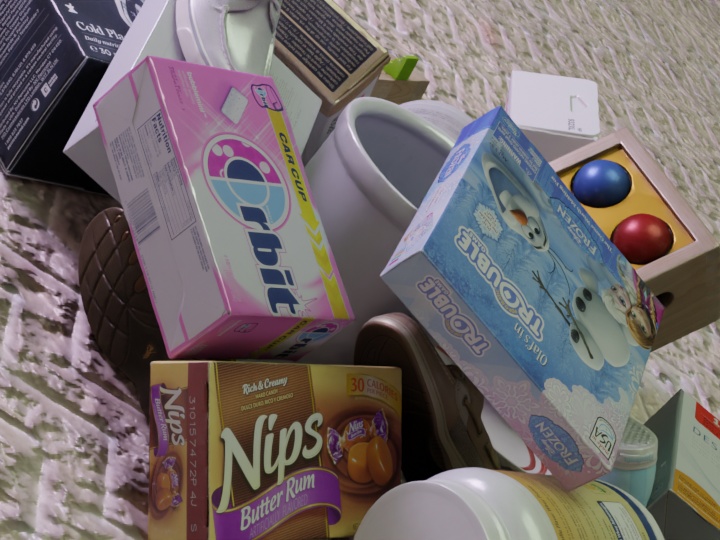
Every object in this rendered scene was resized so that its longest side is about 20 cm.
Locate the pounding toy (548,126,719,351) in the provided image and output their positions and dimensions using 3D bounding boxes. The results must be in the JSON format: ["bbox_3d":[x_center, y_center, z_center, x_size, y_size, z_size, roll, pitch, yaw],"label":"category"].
[{"bbox_3d":[0.182,-0.005,1.547,0.142,0.200,0.184,75,-13,-50],"label":"pounding toy"}]

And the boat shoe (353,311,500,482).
[{"bbox_3d":[0.054,0.098,1.350,0.072,0.065,0.200,13,-41,40],"label":"boat shoe"}]

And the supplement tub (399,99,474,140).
[{"bbox_3d":[0.043,-0.066,1.655,0.132,0.132,0.200,39,25,-3],"label":"supplement tub"}]

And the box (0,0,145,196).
[{"bbox_3d":[-0.211,-0.167,1.468,0.200,0.124,0.197,10,36,-49],"label":"box"}]

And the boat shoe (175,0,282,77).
[{"bbox_3d":[-0.086,-0.203,1.351,0.072,0.068,0.200,28,45,-37],"label":"boat shoe"}]

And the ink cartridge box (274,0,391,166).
[{"bbox_3d":[-0.072,-0.180,1.616,0.165,0.075,0.200,44,-21,6],"label":"ink cartridge box"}]

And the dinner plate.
[{"bbox_3d":[0.090,0.106,1.530,0.200,0.024,0.200,42,12,-11],"label":"dinner plate"}]

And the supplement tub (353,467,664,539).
[{"bbox_3d":[0.101,0.207,1.253,0.200,0.144,0.144,12,36,-48],"label":"supplement tub"}]

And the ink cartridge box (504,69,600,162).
[{"bbox_3d":[0.163,-0.067,1.737,0.084,0.200,0.145,9,27,1],"label":"ink cartridge box"}]

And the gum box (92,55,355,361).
[{"bbox_3d":[-0.092,-0.044,1.221,0.113,0.066,0.200,4,60,-47],"label":"gum box"}]

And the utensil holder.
[{"bbox_3d":[0.000,0.000,1.393,0.170,0.200,0.170,32,26,-17],"label":"utensil holder"}]

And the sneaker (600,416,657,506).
[{"bbox_3d":[0.193,0.153,1.595,0.074,0.082,0.200,0,16,-12],"label":"sneaker"}]

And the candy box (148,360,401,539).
[{"bbox_3d":[-0.052,0.118,1.218,0.200,0.056,0.117,7,82,-53],"label":"candy box"}]

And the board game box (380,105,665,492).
[{"bbox_3d":[0.119,0.015,1.278,0.200,0.043,0.199,49,37,-15],"label":"board game box"}]

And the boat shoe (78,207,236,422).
[{"bbox_3d":[-0.132,0.045,1.288,0.068,0.072,0.200,11,43,-57],"label":"boat shoe"}]

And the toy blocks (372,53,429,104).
[{"bbox_3d":[-0.027,-0.205,1.862,0.137,0.100,0.200,37,20,22],"label":"toy blocks"}]

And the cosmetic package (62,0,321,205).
[{"bbox_3d":[-0.116,-0.105,1.344,0.151,0.052,0.200,46,37,-23],"label":"cosmetic package"}]

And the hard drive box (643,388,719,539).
[{"bbox_3d":[0.308,0.216,1.630,0.156,0.077,0.200,39,23,-5],"label":"hard drive box"}]
